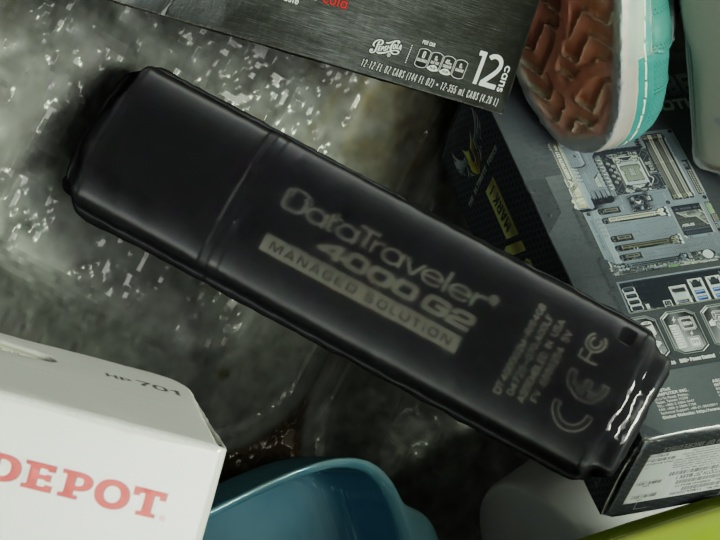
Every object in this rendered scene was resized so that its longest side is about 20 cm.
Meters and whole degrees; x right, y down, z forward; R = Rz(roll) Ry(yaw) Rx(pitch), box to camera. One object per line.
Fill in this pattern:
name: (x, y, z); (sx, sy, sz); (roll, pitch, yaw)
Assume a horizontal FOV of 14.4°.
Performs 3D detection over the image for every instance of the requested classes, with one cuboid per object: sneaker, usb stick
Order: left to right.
usb stick: (0.000, 0.000, 0.894); (0.056, 0.200, 0.033); (-60, 170, -12)
sneaker: (0.090, -0.141, 0.949); (0.080, 0.071, 0.200); (-7, 94, -34)

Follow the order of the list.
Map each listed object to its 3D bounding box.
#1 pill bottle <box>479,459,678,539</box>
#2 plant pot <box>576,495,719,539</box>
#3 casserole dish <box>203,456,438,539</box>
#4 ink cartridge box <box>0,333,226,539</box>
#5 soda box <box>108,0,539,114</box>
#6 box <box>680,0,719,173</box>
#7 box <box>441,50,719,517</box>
pill bottle: (0.148, 0.067, 1.050); (0.200, 0.116, 0.116); (-32, 121, -23)
plant pot: (0.065, 0.182, 0.873); (0.200, 0.181, 0.199); (-20, 89, 6)
casserole dish: (-0.061, 0.135, 0.972); (0.200, 0.039, 0.121); (-26, 118, -27)
ink cartridge box: (-0.139, 0.120, 0.855); (0.146, 0.086, 0.200); (14, 98, -13)
soda box: (-0.039, -0.106, 0.888); (0.200, 0.071, 0.063); (14, 98, -37)
box: (0.208, -0.117, 0.952); (0.200, 0.109, 0.128); (-35, 130, -37)
box: (0.147, -0.006, 0.981); (0.200, 0.158, 0.051); (-8, 146, -23)
